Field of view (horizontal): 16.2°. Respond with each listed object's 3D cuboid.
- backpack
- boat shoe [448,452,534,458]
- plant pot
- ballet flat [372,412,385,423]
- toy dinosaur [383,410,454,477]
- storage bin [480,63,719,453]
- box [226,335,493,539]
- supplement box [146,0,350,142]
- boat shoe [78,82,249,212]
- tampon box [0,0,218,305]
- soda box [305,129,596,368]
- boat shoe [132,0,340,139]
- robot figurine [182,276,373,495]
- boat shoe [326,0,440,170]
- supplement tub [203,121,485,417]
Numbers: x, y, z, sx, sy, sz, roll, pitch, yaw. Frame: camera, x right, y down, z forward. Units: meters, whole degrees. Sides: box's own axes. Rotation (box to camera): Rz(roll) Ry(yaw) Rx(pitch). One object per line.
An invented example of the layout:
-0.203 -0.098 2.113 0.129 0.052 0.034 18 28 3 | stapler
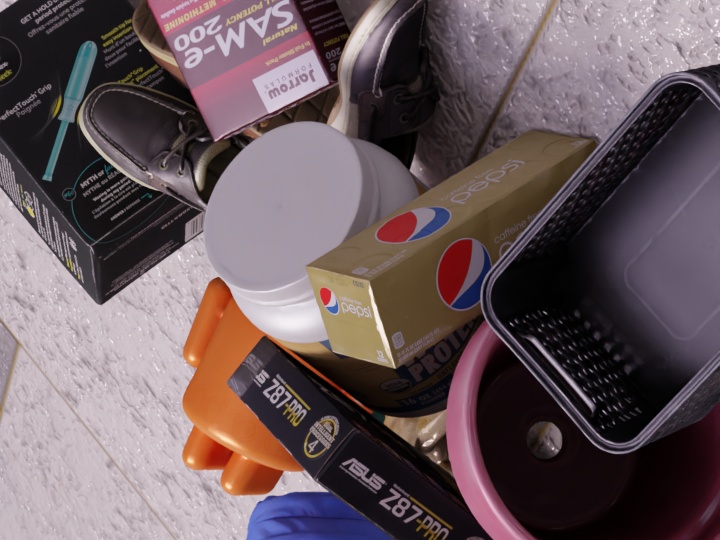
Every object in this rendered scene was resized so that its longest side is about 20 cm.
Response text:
-0.026 0.253 2.001 0.200 0.162 0.168 86 -177 -53 | backpack
0.134 0.201 1.827 0.200 0.076 0.072 50 147 9 | boat shoe
0.143 0.105 1.622 0.200 0.200 0.179 57 167 1 | plant pot
-0.019 0.123 1.985 0.200 0.069 0.071 34 126 31 | ballet flat
0.043 0.124 1.828 0.200 0.058 0.101 -34 55 48 | toy dinosaur
0.183 -0.009 1.443 0.135 0.094 0.200 49 120 16 | storage bin
0.018 0.139 1.677 0.200 0.049 0.161 39 180 -31 | box
-0.091 -0.203 1.737 0.109 0.061 0.201 -25 93 28 | supplement box
-0.112 -0.079 1.841 0.200 0.072 0.066 33 169 -3 | boat shoe
-0.207 -0.107 1.951 0.200 0.150 0.126 50 164 15 | tampon box
0.066 -0.016 1.590 0.068 0.200 0.064 13 128 51 | soda box
-0.080 -0.137 1.843 0.200 0.072 0.068 37 166 26 | boat shoe
-0.058 0.072 1.904 0.201 0.116 0.144 -64 27 8 | robot figurine
0.022 -0.119 1.700 0.065 0.072 0.200 38 146 14 | boat shoe
0.000 0.000 1.689 0.144 0.145 0.200 29 174 41 | supplement tub
